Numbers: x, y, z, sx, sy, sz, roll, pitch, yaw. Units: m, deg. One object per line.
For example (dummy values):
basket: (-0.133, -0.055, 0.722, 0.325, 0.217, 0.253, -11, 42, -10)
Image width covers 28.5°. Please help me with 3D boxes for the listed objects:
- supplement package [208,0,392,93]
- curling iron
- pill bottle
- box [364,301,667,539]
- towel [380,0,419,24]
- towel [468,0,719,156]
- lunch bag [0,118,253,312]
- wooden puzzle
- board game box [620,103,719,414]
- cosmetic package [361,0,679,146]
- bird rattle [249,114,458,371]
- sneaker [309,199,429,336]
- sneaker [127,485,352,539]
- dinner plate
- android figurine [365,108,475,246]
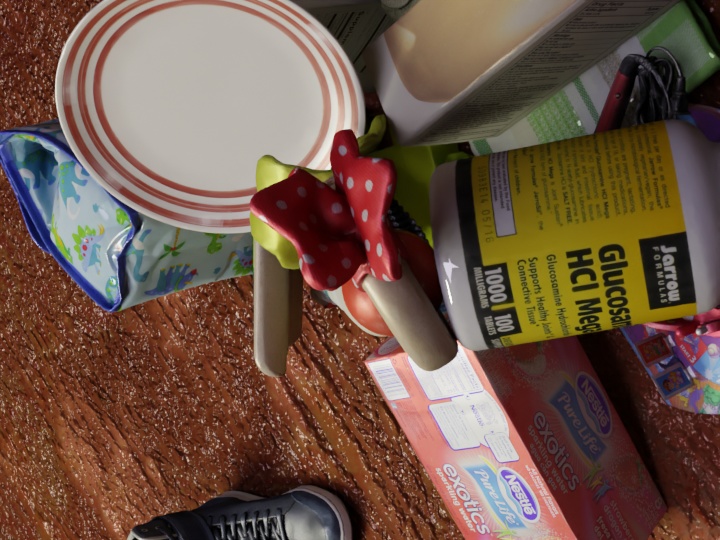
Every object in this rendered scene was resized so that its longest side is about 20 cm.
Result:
supplement package: (-0.054, -0.191, 0.992, 0.114, 0.199, 0.110, 58, 136, 18)
curling iron: (0.151, -0.052, 0.894, 0.050, 0.025, 0.201, 49, 136, 30)
pill bottle: (0.146, -0.024, 0.816, 0.198, 0.112, 0.114, -10, 95, 11)
box: (0.106, 0.110, 0.947, 0.102, 0.095, 0.201, -16, 109, 48)
towel: (0.030, -0.272, 0.897, 0.148, 0.036, 0.202, -37, 64, 54)
towel: (0.137, -0.138, 0.929, 0.200, 0.031, 0.150, -40, 69, 43)
lunch bag: (-0.190, -0.072, 1.201, 0.200, 0.169, 0.128, 42, 129, 30)
wooden puzzle: (-0.066, -0.024, 1.066, 0.200, 0.037, 0.187, -66, -23, -86)
board game box: (0.199, -0.004, 0.893, 0.158, 0.039, 0.201, -46, 68, 44)
cosmetic package: (0.103, -0.156, 0.865, 0.200, 0.105, 0.072, -35, 72, 43)
bird rattle: (0.013, -0.015, 0.831, 0.164, 0.112, 0.200, 54, 176, -17)
sneaker: (0.000, 0.000, 1.009, 0.200, 0.070, 0.094, -118, 26, -51)
sneaker: (-0.113, 0.241, 1.230, 0.201, 0.145, 0.078, -12, 91, 47)
dinner plate: (-0.095, -0.106, 0.907, 0.024, 0.198, 0.201, -88, 22, -48)
android figurine: (0.032, -0.030, 1.069, 0.181, 0.041, 0.202, -11, 92, 48)
